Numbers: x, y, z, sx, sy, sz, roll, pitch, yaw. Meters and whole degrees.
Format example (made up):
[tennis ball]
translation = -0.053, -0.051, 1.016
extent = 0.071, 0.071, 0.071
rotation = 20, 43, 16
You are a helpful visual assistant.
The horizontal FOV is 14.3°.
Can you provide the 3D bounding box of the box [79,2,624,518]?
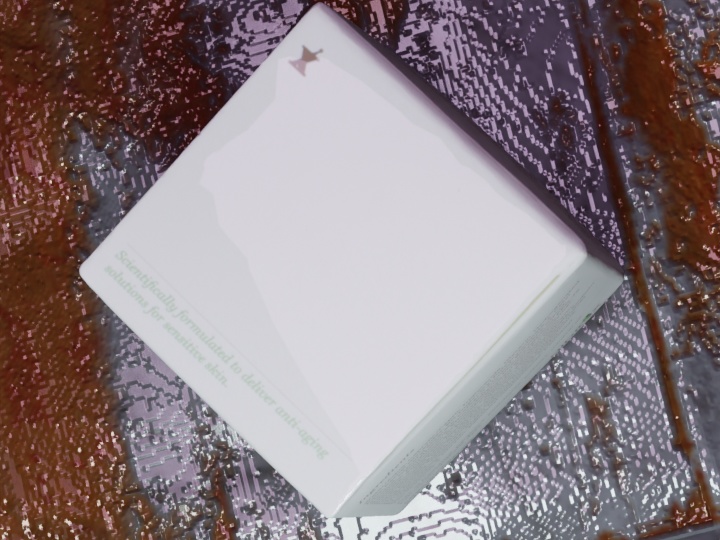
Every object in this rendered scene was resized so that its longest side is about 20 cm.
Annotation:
[box]
translation = 0.000, 0.000, 1.553
extent = 0.199, 0.171, 0.200
rotation = 44, 95, 12
